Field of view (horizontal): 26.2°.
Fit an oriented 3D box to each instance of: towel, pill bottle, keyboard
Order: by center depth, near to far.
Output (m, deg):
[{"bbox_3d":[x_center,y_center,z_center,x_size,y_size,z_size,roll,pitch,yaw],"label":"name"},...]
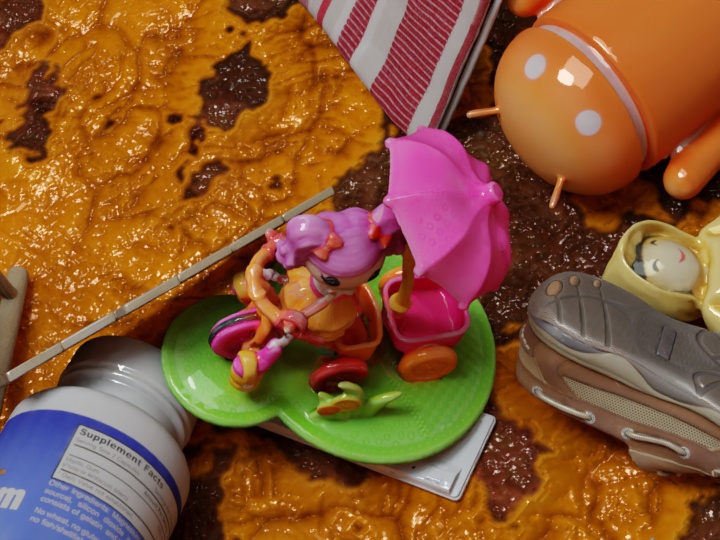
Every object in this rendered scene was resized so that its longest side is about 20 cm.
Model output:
[{"bbox_3d":[-0.159,0.135,0.844,0.111,0.113,0.201,6,47,17],"label":"pill bottle"},{"bbox_3d":[-0.020,0.079,0.921,0.198,0.011,0.057,18,58,22],"label":"keyboard"},{"bbox_3d":[0.015,-0.190,1.016,0.023,0.145,0.201,-9,48,-33],"label":"towel"}]

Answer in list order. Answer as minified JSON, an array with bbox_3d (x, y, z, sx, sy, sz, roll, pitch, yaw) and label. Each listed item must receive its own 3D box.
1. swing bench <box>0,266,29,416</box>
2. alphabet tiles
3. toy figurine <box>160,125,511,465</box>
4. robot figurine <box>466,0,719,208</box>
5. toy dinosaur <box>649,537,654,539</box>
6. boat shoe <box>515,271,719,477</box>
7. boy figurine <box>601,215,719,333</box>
[{"bbox_3d":[-0.314,0.073,0.924,0.197,0.130,0.202,-8,61,7],"label":"swing bench"},{"bbox_3d":[-0.119,0.014,0.892,0.199,0.167,0.008,-31,93,-18],"label":"alphabet tiles"},{"bbox_3d":[0.000,0.000,0.820,0.198,0.185,0.151,-5,61,-16],"label":"toy figurine"},{"bbox_3d":[0.165,-0.124,0.945,0.199,0.144,0.116,-38,29,-13],"label":"robot figurine"},{"bbox_3d":[0.066,0.201,0.790,0.198,0.077,0.103,-2,47,12],"label":"toy dinosaur"},{"bbox_3d":[0.175,0.074,0.844,0.199,0.072,0.076,30,37,10],"label":"boat shoe"},{"bbox_3d":[0.237,-0.001,0.881,0.198,0.065,0.125,4,61,12],"label":"boy figurine"}]
